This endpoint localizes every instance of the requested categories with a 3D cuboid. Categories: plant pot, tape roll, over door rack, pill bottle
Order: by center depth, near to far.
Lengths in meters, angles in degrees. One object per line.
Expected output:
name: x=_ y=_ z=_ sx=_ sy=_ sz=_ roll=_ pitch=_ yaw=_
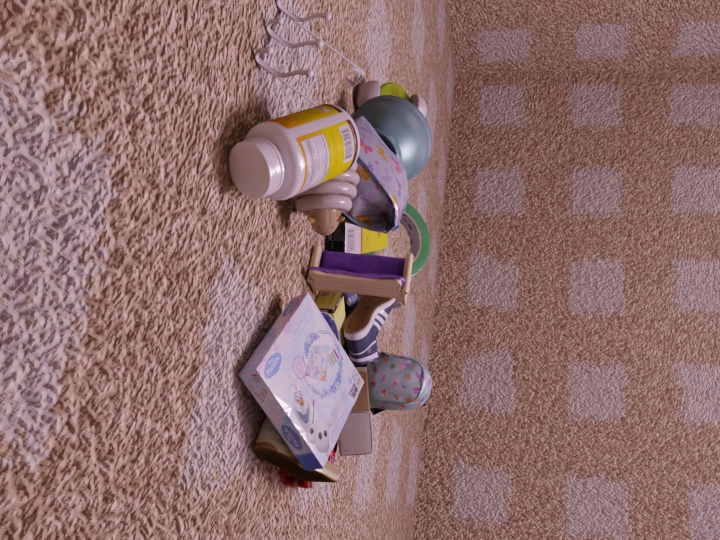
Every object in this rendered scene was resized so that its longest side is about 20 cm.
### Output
pill bottle: x=-0.094 y=-0.169 z=0.924 sx=0.199 sy=0.108 sz=0.111 roll=-33 pitch=127 yaw=-48
over door rack: x=-0.065 y=-0.328 z=1.013 sx=0.199 sy=0.066 sz=0.150 roll=38 pitch=50 yaw=-35
plant pot: x=0.045 y=-0.261 z=1.380 sx=0.134 sy=0.197 sz=0.203 roll=-55 pitch=145 yaw=-57
tape roll: x=0.073 y=-0.074 z=1.545 sx=0.048 sy=0.198 sz=0.204 roll=-25 pitch=-126 yaw=60

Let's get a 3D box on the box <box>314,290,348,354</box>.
box: x=-0.059 y=0.146 z=1.325 sx=0.076 sy=0.049 sz=0.203 roll=-64 pitch=152 yaw=-58

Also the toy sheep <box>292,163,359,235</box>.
toy sheep: x=-0.064 y=-0.161 z=1.091 sx=0.138 sy=0.135 sz=0.204 roll=2 pitch=83 yaw=-76

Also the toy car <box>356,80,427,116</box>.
toy car: x=0.059 y=-0.347 z=1.548 sx=0.150 sy=0.172 sz=0.204 roll=156 pitch=-59 yaw=-66

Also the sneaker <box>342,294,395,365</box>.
sneaker: x=0.025 y=0.121 z=1.380 sx=0.200 sy=0.069 sz=0.110 roll=-45 pitch=135 yaw=-49

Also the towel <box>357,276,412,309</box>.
towel: x=0.053 y=0.042 z=1.580 sx=0.201 sy=0.145 sz=0.024 roll=-67 pitch=141 yaw=-57

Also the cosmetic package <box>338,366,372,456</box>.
cosmetic package: x=-0.014 y=0.300 z=1.386 sx=0.200 sy=0.070 sz=0.107 roll=-96 pitch=-177 yaw=-70

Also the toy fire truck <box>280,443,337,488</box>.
toy fire truck: x=-0.093 y=0.362 z=1.229 sx=0.201 sy=0.048 sz=0.143 roll=74 pitch=23 yaw=-54

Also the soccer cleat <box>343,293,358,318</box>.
soccer cleat: x=-0.024 y=0.115 z=1.432 sx=0.084 sy=0.064 sz=0.203 roll=-68 pitch=156 yaw=-53

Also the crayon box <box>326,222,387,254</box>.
crayon box: x=-0.003 y=-0.102 z=1.402 sx=0.199 sy=0.050 sz=0.129 roll=-12 pitch=105 yaw=-59

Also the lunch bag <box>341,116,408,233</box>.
lunch bag: x=0.009 y=-0.175 z=1.256 sx=0.200 sy=0.127 sz=0.170 roll=46 pitch=30 yaw=-13

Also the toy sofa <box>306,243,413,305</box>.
toy sofa: x=0.000 y=0.000 z=1.229 sx=0.098 sy=0.196 sz=0.084 roll=78 pitch=20 yaw=-61

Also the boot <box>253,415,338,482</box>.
boot: x=-0.093 y=0.265 z=1.088 sx=0.200 sy=0.071 sz=0.157 roll=45 pitch=42 yaw=-41

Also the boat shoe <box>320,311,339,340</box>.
boat shoe: x=-0.077 y=0.182 z=1.241 sx=0.072 sy=0.071 sz=0.204 roll=140 pitch=-51 yaw=-83

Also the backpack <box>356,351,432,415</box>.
backpack: x=0.083 y=0.287 z=1.625 sx=0.127 sy=0.196 sz=0.170 roll=44 pitch=51 yaw=-72

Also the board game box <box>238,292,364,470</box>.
board game box: x=-0.087 y=0.174 z=1.033 sx=0.201 sy=0.043 sz=0.201 roll=61 pitch=33 yaw=-20
